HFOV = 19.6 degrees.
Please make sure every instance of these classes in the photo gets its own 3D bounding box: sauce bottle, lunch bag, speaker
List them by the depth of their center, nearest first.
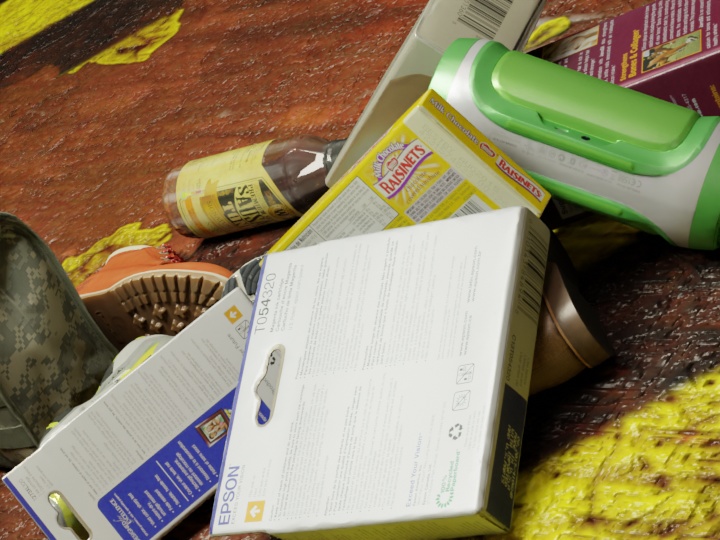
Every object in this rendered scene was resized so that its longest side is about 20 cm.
[{"bbox_3d":[0.141,-0.080,1.300,0.198,0.089,0.089,21,49,16],"label":"speaker"},{"bbox_3d":[-0.283,0.042,1.510,0.163,0.201,0.118,-1,39,45],"label":"lunch bag"},{"bbox_3d":[-0.063,-0.071,1.619,0.199,0.066,0.066,-13,32,36],"label":"sauce bottle"}]

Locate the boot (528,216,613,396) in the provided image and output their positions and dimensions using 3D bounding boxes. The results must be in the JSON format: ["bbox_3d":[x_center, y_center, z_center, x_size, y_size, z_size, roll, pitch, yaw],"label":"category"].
[{"bbox_3d":[0.098,0.009,1.315,0.075,0.074,0.201,-36,27,14],"label":"boot"}]

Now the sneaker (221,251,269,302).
[{"bbox_3d":[0.000,0.000,1.449,0.198,0.078,0.080,-20,9,13],"label":"sneaker"}]

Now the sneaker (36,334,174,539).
[{"bbox_3d":[-0.153,0.109,1.400,0.076,0.076,0.201,-12,34,35],"label":"sneaker"}]

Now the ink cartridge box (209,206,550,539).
[{"bbox_3d":[0.012,0.069,1.254,0.199,0.043,0.198,-10,57,36],"label":"ink cartridge box"}]

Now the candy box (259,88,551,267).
[{"bbox_3d":[0.025,-0.024,1.321,0.200,0.102,0.026,-42,8,45],"label":"candy box"}]

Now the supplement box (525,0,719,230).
[{"bbox_3d":[0.200,-0.118,1.395,0.198,0.086,0.111,-20,28,21],"label":"supplement box"}]

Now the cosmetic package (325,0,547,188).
[{"bbox_3d":[0.052,-0.128,1.465,0.106,0.071,0.200,-62,3,-32],"label":"cosmetic package"}]

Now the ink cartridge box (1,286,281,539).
[{"bbox_3d":[-0.125,0.109,1.345,0.200,0.095,0.037,-39,-4,-17],"label":"ink cartridge box"}]

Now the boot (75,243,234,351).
[{"bbox_3d":[-0.147,0.013,1.563,0.199,0.075,0.107,-8,30,41],"label":"boot"}]
